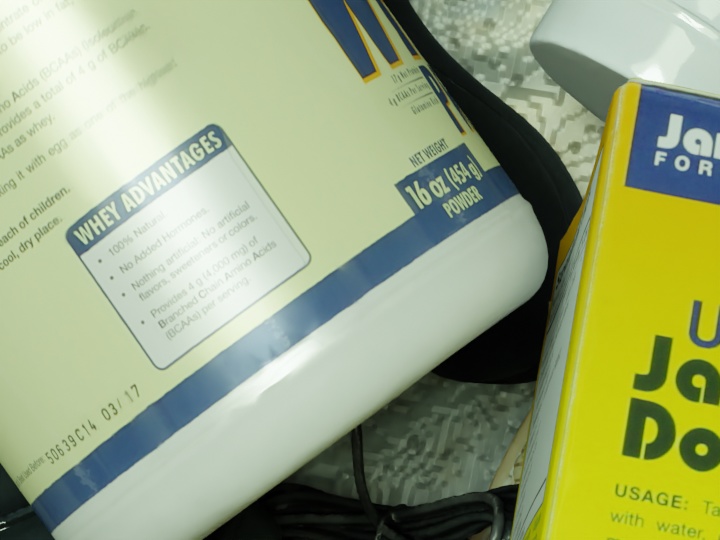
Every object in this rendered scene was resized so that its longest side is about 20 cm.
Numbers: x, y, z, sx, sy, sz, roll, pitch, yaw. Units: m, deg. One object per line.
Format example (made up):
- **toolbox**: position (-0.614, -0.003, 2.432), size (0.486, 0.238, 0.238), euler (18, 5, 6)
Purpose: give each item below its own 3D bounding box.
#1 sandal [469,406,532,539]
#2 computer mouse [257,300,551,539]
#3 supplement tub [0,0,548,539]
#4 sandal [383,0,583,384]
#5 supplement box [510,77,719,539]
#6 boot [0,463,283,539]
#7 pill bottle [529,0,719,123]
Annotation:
- **sandal**: position (0.076, 0.049, 0.821), size (0.077, 0.070, 0.213), euler (20, 86, 14)
- **computer mouse**: position (0.000, 0.000, 0.803), size (0.140, 0.046, 0.202), euler (2, 100, 43)
- **supplement tub**: position (-0.063, -0.040, 0.719), size (0.145, 0.145, 0.201), euler (-36, 88, 4)
- **sandal**: position (-0.002, -0.047, 0.854), size (0.076, 0.043, 0.201), euler (-45, 67, 29)
- **supplement box**: position (0.090, 0.074, 0.685), size (0.109, 0.109, 0.201), euler (11, 71, 0)
- **boot**: position (-0.115, 0.066, 0.757), size (0.168, 0.200, 0.076), euler (46, 122, -10)
- **pill bottle**: position (0.134, -0.124, 0.809), size (0.112, 0.112, 0.201), euler (32, 85, 15)
